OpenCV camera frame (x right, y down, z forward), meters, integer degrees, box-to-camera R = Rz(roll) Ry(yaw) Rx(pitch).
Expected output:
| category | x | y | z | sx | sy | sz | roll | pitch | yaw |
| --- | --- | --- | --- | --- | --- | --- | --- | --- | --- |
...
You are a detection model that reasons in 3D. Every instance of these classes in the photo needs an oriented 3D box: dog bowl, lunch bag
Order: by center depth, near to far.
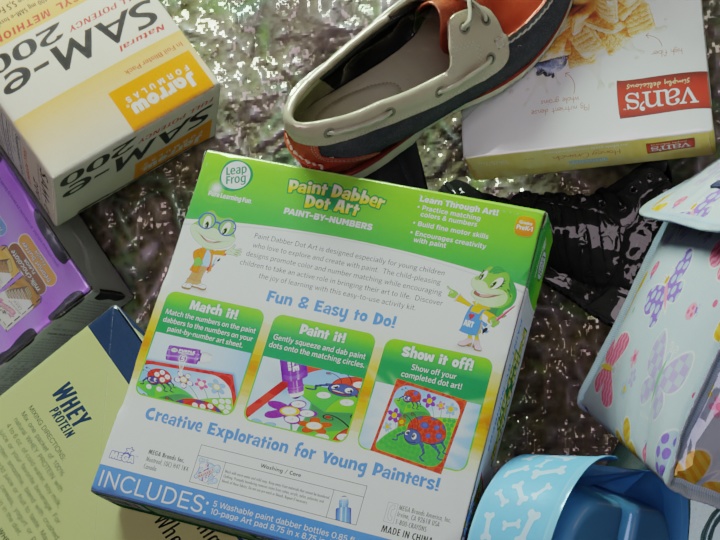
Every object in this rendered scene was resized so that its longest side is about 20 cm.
| category | x | y | z | sx | sy | sz | roll | pitch | yaw |
| --- | --- | --- | --- | --- | --- | --- | --- | --- | --- |
| lunch bag | 0.206 | 0.014 | 0.709 | 0.126 | 0.170 | 0.202 | 25 | 95 | -8 |
| dog bowl | 0.114 | 0.150 | 0.728 | 0.049 | 0.199 | 0.113 | 10 | 84 | 33 |

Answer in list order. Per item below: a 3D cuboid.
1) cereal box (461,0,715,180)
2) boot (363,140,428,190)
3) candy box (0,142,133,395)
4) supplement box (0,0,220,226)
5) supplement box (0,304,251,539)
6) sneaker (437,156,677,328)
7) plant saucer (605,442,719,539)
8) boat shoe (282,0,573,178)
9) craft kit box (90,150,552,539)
| category | x | y | z | sx | sy | sz | roll | pitch | yaw |
| --- | --- | --- | --- | --- | --- | --- | --- | --- | --- |
| cereal box | 0.129 | -0.158 | 0.826 | 0.142 | 0.040 | 0.203 | -6 | 69 | 14 |
| boot | 0.001 | 0.000 | 0.851 | 0.165 | 0.065 | 0.202 | -46 | 57 | 47 |
| candy box | -0.281 | 0.011 | 0.935 | 0.199 | 0.071 | 0.168 | -38 | 77 | 9 |
| supplement box | -0.195 | -0.148 | 0.896 | 0.125 | 0.074 | 0.201 | -33 | 77 | -20 |
| supplement box | -0.146 | 0.172 | 0.812 | 0.199 | 0.134 | 0.200 | -39 | 65 | -5 |
| sneaker | 0.149 | -0.027 | 0.826 | 0.199 | 0.060 | 0.105 | 33 | 95 | 11 |
| plant saucer | 0.229 | 0.160 | 0.804 | 0.197 | 0.027 | 0.203 | -1 | 86 | 16 |
| boat shoe | 0.040 | -0.125 | 0.780 | 0.199 | 0.063 | 0.071 | -37 | 65 | -6 |
| craft kit box | -0.018 | 0.047 | 0.735 | 0.198 | 0.049 | 0.200 | 12 | 74 | 18 |
